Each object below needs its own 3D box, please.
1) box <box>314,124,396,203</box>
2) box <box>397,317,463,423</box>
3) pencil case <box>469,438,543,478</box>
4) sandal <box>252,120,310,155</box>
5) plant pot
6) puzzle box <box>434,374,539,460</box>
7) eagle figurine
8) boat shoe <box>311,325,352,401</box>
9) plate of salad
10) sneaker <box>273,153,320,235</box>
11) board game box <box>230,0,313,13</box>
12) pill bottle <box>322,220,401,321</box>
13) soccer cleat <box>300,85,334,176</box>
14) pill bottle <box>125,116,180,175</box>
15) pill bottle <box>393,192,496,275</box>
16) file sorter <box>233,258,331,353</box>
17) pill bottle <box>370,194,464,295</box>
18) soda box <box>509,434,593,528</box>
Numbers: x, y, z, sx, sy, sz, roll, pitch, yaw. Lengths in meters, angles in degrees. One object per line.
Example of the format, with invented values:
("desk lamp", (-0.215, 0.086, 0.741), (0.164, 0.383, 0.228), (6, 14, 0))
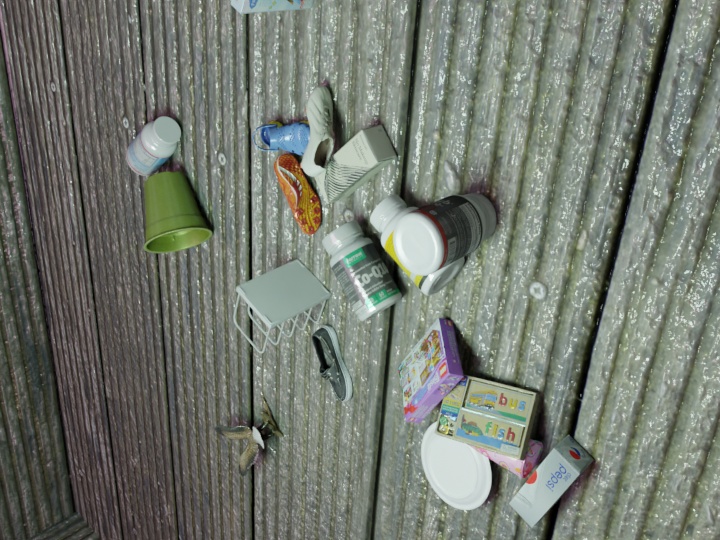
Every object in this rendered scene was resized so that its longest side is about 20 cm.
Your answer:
("box", (-0.015, -0.227, 1.565), (0.199, 0.068, 0.083), (-35, 80, 48))
("box", (0.147, 0.218, 1.555), (0.201, 0.038, 0.139), (123, 150, -43))
("pencil case", (0.275, 0.343, 1.491), (0.198, 0.086, 0.089), (29, 126, 38))
("sandal", (-0.181, -0.308, 1.693), (0.197, 0.086, 0.081), (8, 110, 42))
("plant pot", (-0.541, -0.175, 2.072), (0.199, 0.197, 0.194), (-27, 74, 48))
("puzzle box", (0.254, 0.291, 1.462), (0.197, 0.025, 0.136), (8, 74, 36))
("eagle figurine", (-0.331, 0.505, 2.147), (0.151, 0.197, 0.153), (51, -167, -42))
("boat shoe", (-0.078, 0.243, 1.830), (0.069, 0.066, 0.205), (-2, 104, 46))
("plate of salad", (0.217, 0.432, 1.618), (0.197, 0.047, 0.205), (9, 103, 44))
("sneaker", (-0.149, -0.183, 1.739), (0.204, 0.072, 0.077), (70, 163, -1))
("board game box", (-0.153, -0.622, 1.446), (0.041, 0.197, 0.202), (43, 132, 23))
("pill bottle", (0.000, 0.000, 1.612), (0.113, 0.112, 0.203), (-37, 80, 47))
("soccer cleat", (-0.083, -0.305, 1.569), (0.077, 0.068, 0.205), (0, 81, 52))
("pill bottle", (-0.595, -0.362, 2.085), (0.199, 0.108, 0.111), (-27, 87, 48))
("pill bottle", (0.162, -0.074, 1.347), (0.114, 0.198, 0.119), (20, 121, 38))
("file sorter", (-0.199, 0.091, 1.799), (0.139, 0.198, 0.126), (44, 137, 23))
("pill bottle", (0.110, -0.057, 1.474), (0.201, 0.110, 0.112), (48, 135, 19))
("soda box", (0.376, 0.421, 1.434), (0.068, 0.063, 0.202), (44, 133, 24))
